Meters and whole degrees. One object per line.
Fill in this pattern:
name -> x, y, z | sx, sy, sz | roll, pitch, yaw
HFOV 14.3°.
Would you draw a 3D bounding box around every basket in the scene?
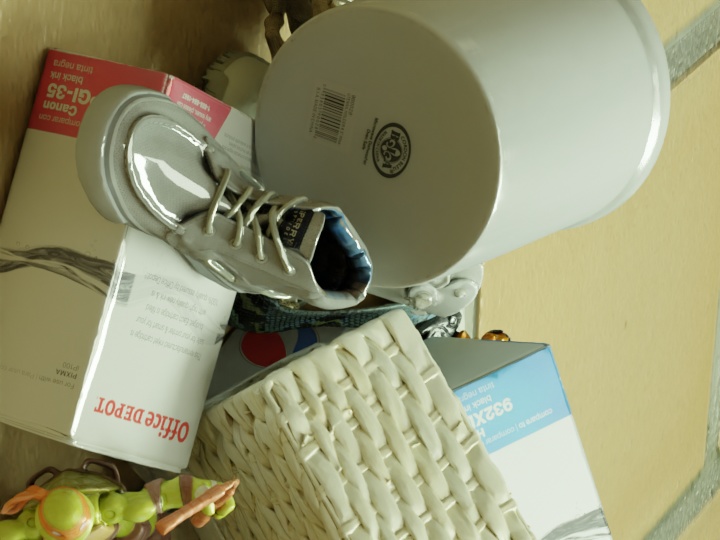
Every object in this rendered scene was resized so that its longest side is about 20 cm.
basket -> 0.000, 0.137, 1.638 | 0.135, 0.123, 0.200 | -27, 87, -38

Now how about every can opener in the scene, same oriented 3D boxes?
can opener -> -0.018, -0.021, 1.694 | 0.053, 0.199, 0.067 | 124, -27, -42

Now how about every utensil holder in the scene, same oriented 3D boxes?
utensil holder -> 0.059, -0.087, 1.619 | 0.200, 0.170, 0.170 | -24, 125, -57

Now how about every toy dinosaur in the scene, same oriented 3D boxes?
toy dinosaur -> -0.042, -0.168, 1.678 | 0.200, 0.058, 0.101 | 47, 23, -65

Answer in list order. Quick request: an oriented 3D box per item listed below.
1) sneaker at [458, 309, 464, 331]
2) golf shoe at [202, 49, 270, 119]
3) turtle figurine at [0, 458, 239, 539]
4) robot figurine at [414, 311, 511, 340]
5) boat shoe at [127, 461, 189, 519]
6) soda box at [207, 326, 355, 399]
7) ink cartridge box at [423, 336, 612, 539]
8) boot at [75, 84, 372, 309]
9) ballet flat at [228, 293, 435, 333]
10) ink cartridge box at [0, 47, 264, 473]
sneaker -> 0.036, 0.004, 1.951 | 0.200, 0.075, 0.081 | 81, 19, -45
golf shoe -> -0.030, -0.076, 1.720 | 0.200, 0.097, 0.079 | 23, 84, -64
turtle figurine -> -0.160, 0.138, 1.547 | 0.161, 0.199, 0.065 | 80, -10, -79
robot figurine -> 0.037, 0.122, 1.848 | 0.145, 0.058, 0.200 | 43, 69, -34
boat shoe -> -0.058, 0.148, 1.713 | 0.200, 0.072, 0.069 | 40, 19, -31
soda box -> -0.032, 0.049, 1.815 | 0.200, 0.068, 0.064 | -52, 148, -41
ink cartridge box -> 0.077, 0.149, 1.747 | 0.084, 0.145, 0.201 | -24, 102, -27
boot -> -0.062, -0.035, 1.475 | 0.200, 0.095, 0.074 | 36, 70, -60
ballet flat -> 0.000, 0.000, 1.763 | 0.200, 0.074, 0.074 | -12, 116, -36
ink cartridge box -> -0.131, -0.003, 1.558 | 0.146, 0.083, 0.201 | 25, 80, -65
